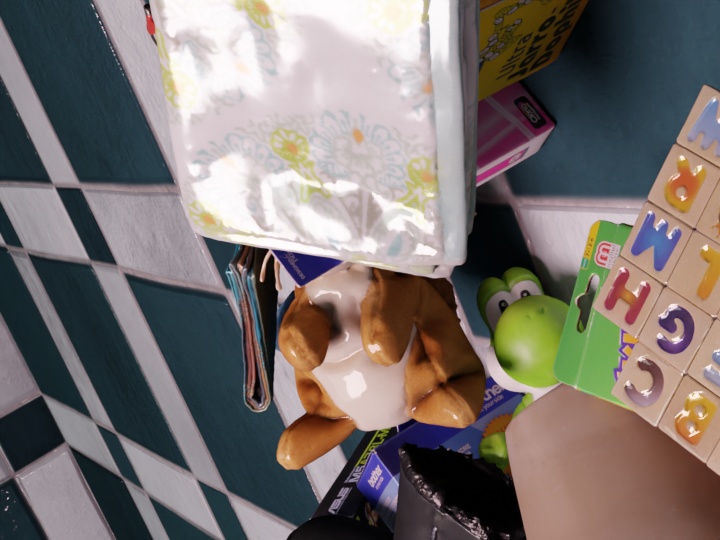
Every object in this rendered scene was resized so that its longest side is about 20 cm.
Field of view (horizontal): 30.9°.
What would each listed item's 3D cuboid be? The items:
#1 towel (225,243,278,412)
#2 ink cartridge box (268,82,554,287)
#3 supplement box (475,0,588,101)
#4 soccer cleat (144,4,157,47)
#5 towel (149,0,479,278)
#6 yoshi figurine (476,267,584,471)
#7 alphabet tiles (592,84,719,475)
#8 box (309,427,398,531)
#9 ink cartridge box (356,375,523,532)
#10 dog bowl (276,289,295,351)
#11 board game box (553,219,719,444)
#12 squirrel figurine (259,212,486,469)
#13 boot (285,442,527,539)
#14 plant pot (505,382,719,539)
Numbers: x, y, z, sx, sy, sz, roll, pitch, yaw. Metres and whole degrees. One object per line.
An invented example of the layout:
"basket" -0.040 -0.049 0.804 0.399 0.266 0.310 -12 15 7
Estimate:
"towel" -0.076 -0.015 0.956 0.200 0.022 0.147 -91 -1 -47
"ink cartridge box" 0.017 -0.076 0.796 0.095 0.200 0.037 52 154 14
"supplement box" 0.030 -0.202 0.739 0.200 0.109 0.109 54 155 15
"soccer cleat" -0.119 -0.174 1.104 0.200 0.069 0.085 38 157 46
"towel" -0.023 -0.090 0.677 0.171 0.048 0.200 10 129 16
"yoshi figurine" 0.137 0.095 0.887 0.112 0.112 0.200 -20 97 50
"alphabet tiles" 0.201 0.004 0.632 0.166 0.006 0.200 39 116 38
"box" 0.044 0.236 1.121 0.047 0.193 0.200 -10 113 30
"ink cartridge box" 0.092 0.173 1.006 0.200 0.136 0.076 50 151 20
"dog bowl" -0.007 0.064 1.069 0.111 0.050 0.200 26 179 23
"board game box" 0.192 0.040 0.666 0.200 0.030 0.096 19 98 41
"squirrel figurine" 0.000 0.000 0.876 0.141 0.200 0.187 -14 111 26
"boot" 0.034 0.188 0.908 0.198 0.073 0.163 29 131 28
"plant pot" 0.174 0.146 0.769 0.174 0.200 0.200 63 158 19
